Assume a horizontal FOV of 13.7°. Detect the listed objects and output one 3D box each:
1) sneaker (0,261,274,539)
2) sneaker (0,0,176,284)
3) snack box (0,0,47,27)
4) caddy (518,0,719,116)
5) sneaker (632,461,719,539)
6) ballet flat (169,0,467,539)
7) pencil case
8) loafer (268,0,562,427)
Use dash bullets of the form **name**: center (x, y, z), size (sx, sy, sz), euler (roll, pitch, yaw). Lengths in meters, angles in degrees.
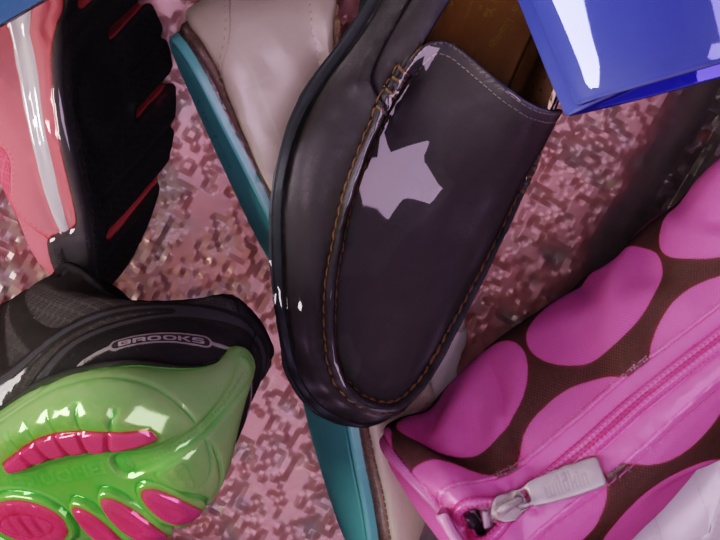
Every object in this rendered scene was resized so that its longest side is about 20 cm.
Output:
- **sneaker**: center (-0.103, 0.044, 0.937), size (0.199, 0.084, 0.077), euler (-2, 126, 41)
- **sneaker**: center (-0.122, -0.087, 0.950), size (0.086, 0.074, 0.201), euler (-6, 111, 28)
- **snack box**: center (-0.090, -0.148, 0.879), size (0.037, 0.200, 0.117), euler (-12, 109, 45)
- **caddy**: center (0.120, -0.115, 0.831), size (0.199, 0.141, 0.105), euler (-16, 89, 1)
- **sneaker**: center (0.099, 0.097, 0.991), size (0.080, 0.076, 0.200), euler (38, 100, -19)
- **ballet flat**: center (0.000, 0.000, 0.969), size (0.069, 0.069, 0.201), euler (-19, 103, 1)
- **pencil case**: center (0.102, 0.020, 0.905), size (0.200, 0.094, 0.091), euler (-43, 79, 4)
- **loafer**: center (0.026, -0.049, 0.914), size (0.073, 0.072, 0.201), euler (20, 78, -33)
